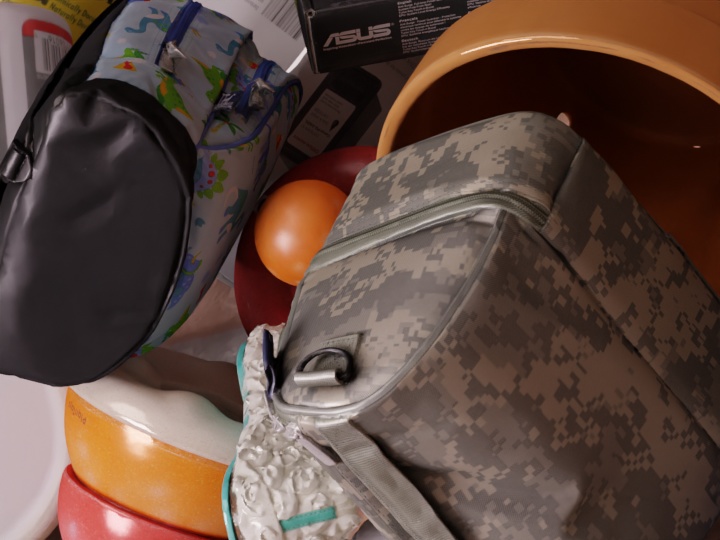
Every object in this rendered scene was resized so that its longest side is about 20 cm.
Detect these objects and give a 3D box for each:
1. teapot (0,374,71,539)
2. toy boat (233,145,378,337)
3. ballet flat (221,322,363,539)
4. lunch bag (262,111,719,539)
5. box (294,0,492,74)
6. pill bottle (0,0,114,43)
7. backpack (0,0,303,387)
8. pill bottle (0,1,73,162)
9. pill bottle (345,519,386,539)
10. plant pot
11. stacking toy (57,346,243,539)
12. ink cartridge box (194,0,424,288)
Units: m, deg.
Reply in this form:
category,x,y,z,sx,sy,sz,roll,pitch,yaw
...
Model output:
category,x,y,z,sx,sy,sz,roll,pitch,yaw
teapot,-0.235,0.067,1.537,0.146,0.199,0.198,-123,29,-70
toy boat,0.000,0.000,1.428,0.131,0.131,0.200,-55,36,-2
ballet flat,-0.021,0.077,1.325,0.072,0.072,0.200,-42,16,16
lunch bag,0.059,0.057,1.233,0.139,0.200,0.168,-17,35,37
box,0.054,-0.190,1.506,0.199,0.048,0.194,-10,41,-3
pill bottle,-0.171,-0.206,1.791,0.200,0.111,0.111,-59,36,3
backpack,-0.107,-0.054,1.438,0.200,0.153,0.164,-97,25,-59
pill bottle,-0.211,-0.041,1.668,0.114,0.114,0.201,-17,73,40
pill bottle,-0.032,0.190,1.326,0.200,0.112,0.112,-38,39,22
plant pot,0.122,-0.068,1.311,0.200,0.200,0.140,-19,33,39
stacking toy,-0.106,0.145,1.463,0.146,0.146,0.201,34,106,54
ink cartridge box,-0.050,-0.101,1.606,0.200,0.083,0.145,-52,36,3
